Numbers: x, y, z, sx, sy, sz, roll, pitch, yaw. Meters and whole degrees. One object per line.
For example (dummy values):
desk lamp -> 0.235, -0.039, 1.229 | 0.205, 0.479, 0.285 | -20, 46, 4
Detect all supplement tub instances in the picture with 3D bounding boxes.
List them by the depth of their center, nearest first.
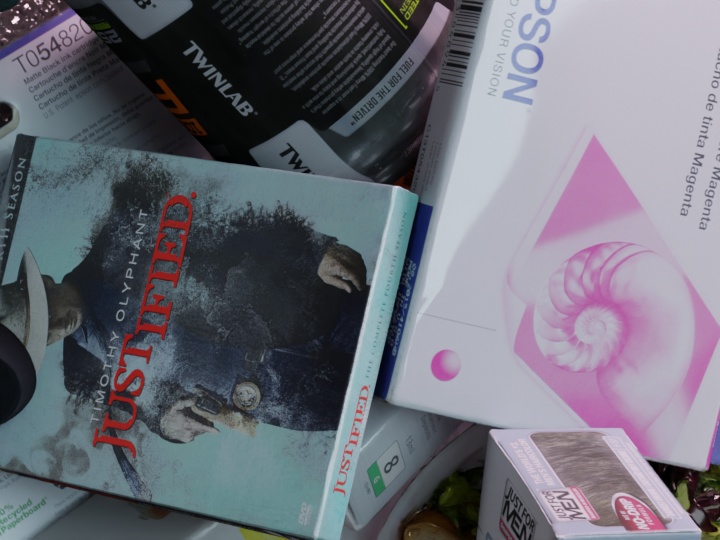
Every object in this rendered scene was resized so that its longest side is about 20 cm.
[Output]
supplement tub -> -0.040, -0.112, 1.182 | 0.200, 0.122, 0.123 | 47, 66, -20

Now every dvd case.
dvd case -> -0.078, 0.025, 1.162 | 0.022, 0.200, 0.146 | 21, 81, -54

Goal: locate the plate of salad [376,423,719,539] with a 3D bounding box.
plate of salad -> 0.099, 0.129, 1.229 | 0.200, 0.048, 0.200 | -11, 126, -15

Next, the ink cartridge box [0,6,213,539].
ink cartridge box -> -0.142, 0.006, 1.265 | 0.200, 0.041, 0.200 | -34, 97, -26

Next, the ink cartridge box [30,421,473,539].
ink cartridge box -> -0.033, 0.139, 1.255 | 0.200, 0.083, 0.145 | -35, 118, -26

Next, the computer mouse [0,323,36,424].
computer mouse -> -0.221, 0.012, 1.143 | 0.200, 0.059, 0.034 | 28, 27, -24

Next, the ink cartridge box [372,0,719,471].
ink cartridge box -> 0.118, -0.023, 1.155 | 0.200, 0.043, 0.197 | 12, 92, -19

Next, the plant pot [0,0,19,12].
plant pot -> -0.275, -0.138, 1.148 | 0.196, 0.200, 0.200 | -36, 99, -18

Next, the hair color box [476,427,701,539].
hair color box -> 0.081, 0.173, 1.122 | 0.061, 0.099, 0.200 | -1, 111, -14

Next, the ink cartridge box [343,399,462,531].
ink cartridge box -> 0.000, 0.000, 1.230 | 0.200, 0.161, 0.050 | -46, 144, -22
